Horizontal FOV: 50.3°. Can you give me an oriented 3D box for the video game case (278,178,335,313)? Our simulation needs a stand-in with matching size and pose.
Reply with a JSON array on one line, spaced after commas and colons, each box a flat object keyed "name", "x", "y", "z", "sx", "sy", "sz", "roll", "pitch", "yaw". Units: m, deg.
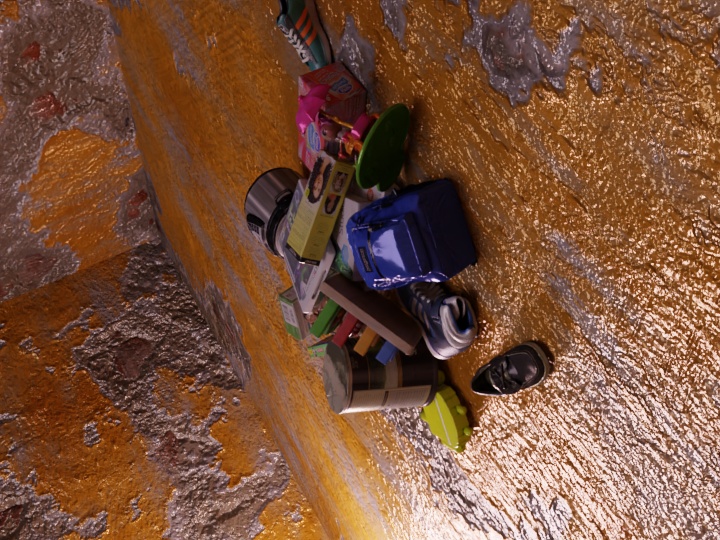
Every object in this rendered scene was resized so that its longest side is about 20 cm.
[{"name": "video game case", "x": -0.114, "y": -0.050, "z": 1.564, "sx": 0.184, "sy": 0.023, "sz": 0.203, "roll": -64, "pitch": 38, "yaw": 43}]

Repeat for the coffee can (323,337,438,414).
[{"name": "coffee can", "x": 0.039, "y": 0.206, "z": 1.541, "sx": 0.146, "sy": 0.195, "sz": 0.151, "roll": 179, "pitch": 90, "yaw": -67}]

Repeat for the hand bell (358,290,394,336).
[{"name": "hand bell", "x": 0.052, "y": 0.042, "z": 1.588, "sx": 0.104, "sy": 0.102, "sz": 0.204, "roll": 46, "pitch": 138, "yaw": 39}]

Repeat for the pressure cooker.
[{"name": "pressure cooker", "x": -0.158, "y": -0.123, "z": 1.760, "sx": 0.200, "sy": 0.173, "sz": 0.182, "roll": 44, "pitch": 120, "yaw": 41}]

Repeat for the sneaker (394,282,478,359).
[{"name": "sneaker", "x": 0.141, "y": 0.051, "z": 1.373, "sx": 0.203, "sy": 0.079, "sz": 0.147, "roll": 63, "pitch": 152, "yaw": 14}]

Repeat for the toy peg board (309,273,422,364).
[{"name": "toy peg board", "x": 0.008, "y": 0.106, "z": 1.433, "sx": 0.197, "sy": 0.099, "sz": 0.200, "roll": 36, "pitch": -168, "yaw": 7}]

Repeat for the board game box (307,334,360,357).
[{"name": "board game box", "x": -0.038, "y": 0.160, "z": 1.816, "sx": 0.030, "sy": 0.132, "sz": 0.199, "roll": 65, "pitch": 158, "yaw": -1}]

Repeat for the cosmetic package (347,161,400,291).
[{"name": "cosmetic package", "x": 0.011, "y": -0.087, "z": 1.471, "sx": 0.151, "sy": 0.051, "sz": 0.205, "roll": 42, "pitch": 129, "yaw": 49}]

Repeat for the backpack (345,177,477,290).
[{"name": "backpack", "x": 0.063, "y": -0.054, "z": 1.285, "sx": 0.198, "sy": 0.166, "sz": 0.167, "roll": -8, "pitch": 100, "yaw": 49}]

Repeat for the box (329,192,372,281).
[{"name": "box", "x": -0.039, "y": -0.077, "z": 1.472, "sx": 0.199, "sy": 0.035, "sz": 0.148, "roll": -149, "pitch": 61, "yaw": -61}]

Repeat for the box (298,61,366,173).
[{"name": "box", "x": -0.057, "y": -0.277, "z": 1.470, "sx": 0.103, "sy": 0.093, "sz": 0.202, "roll": 51, "pitch": 154, "yaw": 29}]

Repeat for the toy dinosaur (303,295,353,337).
[{"name": "toy dinosaur", "x": -0.045, "y": 0.100, "z": 1.628, "sx": 0.200, "sy": 0.084, "sz": 0.139, "roll": -133, "pitch": 49, "yaw": -55}]

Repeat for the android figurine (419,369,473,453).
[{"name": "android figurine", "x": 0.170, "y": 0.289, "z": 1.582, "sx": 0.199, "sy": 0.040, "sz": 0.186, "roll": 4, "pitch": 115, "yaw": 68}]

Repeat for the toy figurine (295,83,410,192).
[{"name": "toy figurine", "x": -0.025, "y": -0.240, "z": 1.314, "sx": 0.182, "sy": 0.152, "sz": 0.200, "roll": 32, "pitch": 171, "yaw": 20}]

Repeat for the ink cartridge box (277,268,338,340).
[{"name": "ink cartridge box", "x": -0.092, "y": 0.059, "z": 1.774, "sx": 0.059, "sy": 0.199, "sz": 0.106, "roll": 22, "pitch": 136, "yaw": 41}]

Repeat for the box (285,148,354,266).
[{"name": "box", "x": -0.077, "y": -0.117, "z": 1.436, "sx": 0.075, "sy": 0.049, "sz": 0.204, "roll": 39, "pitch": 114, "yaw": 52}]

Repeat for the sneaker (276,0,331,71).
[{"name": "sneaker", "x": -0.118, "y": -0.454, "z": 1.452, "sx": 0.071, "sy": 0.079, "sz": 0.205, "roll": 7, "pitch": 119, "yaw": 64}]

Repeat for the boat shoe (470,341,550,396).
[{"name": "boat shoe", "x": 0.242, "y": 0.173, "z": 1.264, "sx": 0.073, "sy": 0.065, "sz": 0.201, "roll": 63, "pitch": 158, "yaw": 8}]
